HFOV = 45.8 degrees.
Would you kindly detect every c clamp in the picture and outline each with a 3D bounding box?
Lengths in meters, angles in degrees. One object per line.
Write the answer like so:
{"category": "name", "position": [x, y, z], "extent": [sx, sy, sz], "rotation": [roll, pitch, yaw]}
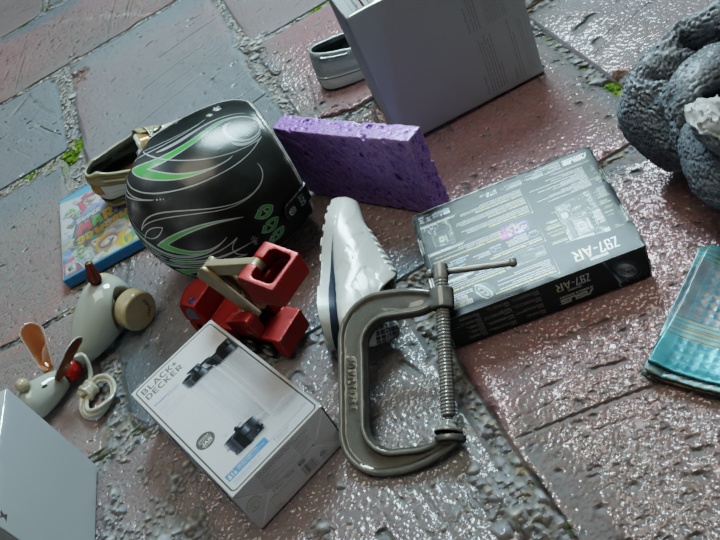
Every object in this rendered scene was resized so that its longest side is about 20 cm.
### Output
{"category": "c clamp", "position": [0.054, 0.085, 0.770], "extent": [0.170, 0.027, 0.201], "rotation": [-3, 70, 21]}

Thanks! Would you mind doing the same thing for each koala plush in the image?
{"category": "koala plush", "position": [0.325, -0.120, 0.750], "extent": [0.183, 0.177, 0.200], "rotation": [-21, 36, 24]}

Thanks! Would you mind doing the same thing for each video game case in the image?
{"category": "video game case", "position": [-0.358, -0.074, 1.204], "extent": [0.143, 0.018, 0.200], "rotation": [-29, 41, 3]}

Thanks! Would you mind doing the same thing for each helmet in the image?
{"category": "helmet", "position": [-0.171, -0.083, 0.984], "extent": [0.190, 0.200, 0.200], "rotation": [-32, 42, -7]}

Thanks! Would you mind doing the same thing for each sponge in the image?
{"category": "sponge", "position": [-0.002, -0.124, 0.981], "extent": [0.200, 0.112, 0.030], "rotation": [13, 58, 37]}

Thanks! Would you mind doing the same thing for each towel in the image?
{"category": "towel", "position": [0.347, 0.050, 0.683], "extent": [0.200, 0.022, 0.147], "rotation": [14, 58, 38]}

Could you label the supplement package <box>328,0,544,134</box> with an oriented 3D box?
{"category": "supplement package", "position": [0.086, -0.303, 1.046], "extent": [0.200, 0.191, 0.147], "rotation": [-27, 41, 2]}

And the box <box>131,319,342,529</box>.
{"category": "box", "position": [-0.124, 0.142, 0.830], "extent": [0.117, 0.060, 0.200], "rotation": [-44, 43, -15]}

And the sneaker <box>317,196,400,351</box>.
{"category": "sneaker", "position": [0.000, 0.000, 0.902], "extent": [0.080, 0.076, 0.200], "rotation": [-8, 50, 7]}

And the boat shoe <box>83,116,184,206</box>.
{"category": "boat shoe", "position": [-0.283, -0.160, 1.168], "extent": [0.200, 0.068, 0.075], "rotation": [-33, 60, 3]}

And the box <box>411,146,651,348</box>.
{"category": "box", "position": [0.162, -0.027, 0.845], "extent": [0.200, 0.044, 0.160], "rotation": [-22, 42, 9]}

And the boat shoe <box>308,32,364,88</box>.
{"category": "boat shoe", "position": [0.022, -0.322, 1.190], "extent": [0.200, 0.072, 0.070], "rotation": [-21, 42, 10]}

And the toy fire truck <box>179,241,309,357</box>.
{"category": "toy fire truck", "position": [-0.124, 0.027, 0.881], "extent": [0.200, 0.141, 0.049], "rotation": [10, 55, 36]}

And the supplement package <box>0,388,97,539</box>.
{"category": "supplement package", "position": [-0.377, 0.246, 0.805], "extent": [0.200, 0.151, 0.152], "rotation": [-25, 41, 6]}

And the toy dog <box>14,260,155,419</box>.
{"category": "toy dog", "position": [-0.331, 0.069, 0.991], "extent": [0.132, 0.096, 0.200], "rotation": [-5, 48, 26]}
